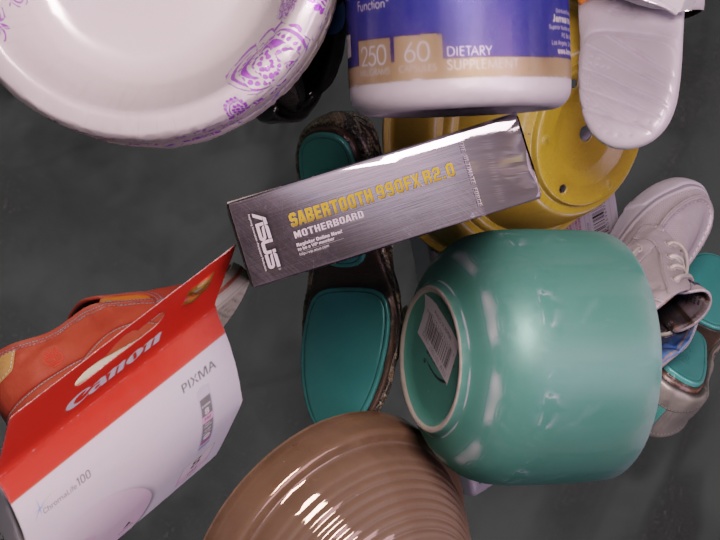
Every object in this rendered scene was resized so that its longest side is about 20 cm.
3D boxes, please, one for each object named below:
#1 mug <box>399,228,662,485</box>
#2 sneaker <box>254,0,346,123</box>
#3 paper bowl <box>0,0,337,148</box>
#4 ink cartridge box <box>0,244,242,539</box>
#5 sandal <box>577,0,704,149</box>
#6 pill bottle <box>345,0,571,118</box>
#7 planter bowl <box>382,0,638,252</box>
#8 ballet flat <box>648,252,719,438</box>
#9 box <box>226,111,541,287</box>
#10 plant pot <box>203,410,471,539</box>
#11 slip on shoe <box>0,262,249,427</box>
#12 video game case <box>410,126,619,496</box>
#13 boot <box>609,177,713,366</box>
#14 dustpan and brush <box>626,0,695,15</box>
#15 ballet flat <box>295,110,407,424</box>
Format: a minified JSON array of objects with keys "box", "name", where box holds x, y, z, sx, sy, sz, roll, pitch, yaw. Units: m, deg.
[{"box":[0.085,0.054,1.414,0.114,0.185,0.152,-1,80,-24],"name":"mug"},{"box":[-0.057,-0.180,1.317,0.073,0.112,0.200,-29,117,-39],"name":"sneaker"},{"box":[-0.108,-0.164,1.233,0.104,0.200,0.201,19,82,-85],"name":"paper bowl"},{"box":[-0.126,0.091,1.255,0.057,0.200,0.162,47,60,7],"name":"ink cartridge box"},{"box":[0.167,-0.155,1.424,0.059,0.079,0.207,53,41,-57],"name":"sandal"},{"box":[0.047,-0.181,1.208,0.116,0.116,0.201,-4,91,-44],"name":"pill bottle"},{"box":[0.116,-0.093,1.473,0.200,0.083,0.201,-15,114,-37],"name":"planter bowl"},{"box":[0.219,0.052,1.652,0.064,0.067,0.200,-59,178,31],"name":"ballet flat"},{"box":[0.009,-0.036,1.296,0.158,0.200,0.048,-18,91,-1],"name":"box"},{"box":[0.001,0.193,1.418,0.201,0.093,0.201,-22,127,-31],"name":"plant pot"},{"box":[-0.131,0.036,1.317,0.200,0.061,0.074,-31,161,-47],"name":"slip on shoe"},{"box":[0.114,0.024,1.585,0.182,0.022,0.200,-28,116,-38],"name":"video game case"},{"box":[0.202,0.012,1.586,0.200,0.095,0.074,-46,126,-29],"name":"boot"},{"box":[0.121,-0.239,1.412,0.140,0.200,0.057,-66,153,-19],"name":"dustpan and brush"},{"box":[0.000,0.000,1.446,0.075,0.068,0.200,-24,113,-61],"name":"ballet flat"}]
